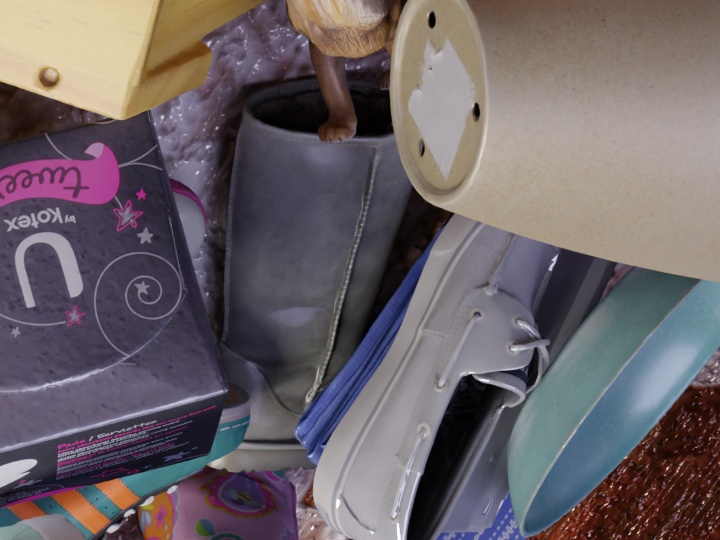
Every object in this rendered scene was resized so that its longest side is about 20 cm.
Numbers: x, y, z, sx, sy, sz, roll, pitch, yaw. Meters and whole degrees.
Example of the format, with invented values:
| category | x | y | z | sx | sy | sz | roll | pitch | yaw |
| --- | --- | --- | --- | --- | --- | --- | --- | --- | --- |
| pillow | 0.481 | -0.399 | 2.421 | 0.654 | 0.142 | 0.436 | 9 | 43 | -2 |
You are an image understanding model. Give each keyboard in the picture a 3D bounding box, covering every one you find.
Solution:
| category | x | y | z | sx | sy | sz | roll | pitch | yaw |
| --- | --- | --- | --- | --- | --- | --- | --- | --- | --- |
| keyboard | 0.087 | 0.042 | 1.338 | 0.056 | 0.011 | 0.200 | 10 | 108 | -52 |

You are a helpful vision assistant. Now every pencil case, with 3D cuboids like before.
| category | x | y | z | sx | sy | sz | roll | pitch | yaw |
| --- | --- | --- | --- | --- | --- | --- | --- | --- | --- |
| pencil case | -0.054 | 0.167 | 1.311 | 0.087 | 0.200 | 0.088 | -8 | 124 | -11 |

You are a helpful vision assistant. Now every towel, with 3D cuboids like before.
| category | x | y | z | sx | sy | sz | roll | pitch | yaw |
| --- | --- | --- | --- | --- | --- | --- | --- | --- | --- |
| towel | 0.053 | 0.069 | 1.357 | 0.145 | 0.024 | 0.200 | -55 | 141 | -8 |

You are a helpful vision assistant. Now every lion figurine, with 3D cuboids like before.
| category | x | y | z | sx | sy | sz | roll | pitch | yaw |
| --- | --- | --- | --- | --- | --- | --- | --- | --- | --- |
| lion figurine | 0.015 | -0.132 | 1.201 | 0.072 | 0.200 | 0.123 | -4 | 107 | 15 |

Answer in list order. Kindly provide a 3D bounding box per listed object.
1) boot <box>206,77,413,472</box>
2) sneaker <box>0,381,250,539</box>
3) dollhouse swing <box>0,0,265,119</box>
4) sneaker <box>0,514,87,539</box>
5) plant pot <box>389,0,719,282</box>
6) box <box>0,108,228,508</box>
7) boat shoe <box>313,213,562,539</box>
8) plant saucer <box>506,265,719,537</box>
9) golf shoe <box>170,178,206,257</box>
| category | x | y | z | sx | sy | sz | roll | pitch | yaw |
| --- | --- | --- | --- | --- | --- | --- | --- | --- | --- |
| boot | 0.002 | 0.001 | 1.328 | 0.181 | 0.073 | 0.201 | -6 | 119 | -36 |
| sneaker | -0.144 | 0.105 | 1.268 | 0.199 | 0.071 | 0.080 | -15 | 115 | -20 |
| dollhouse swing | -0.098 | -0.196 | 1.113 | 0.181 | 0.176 | 0.200 | 18 | 119 | 2 |
| sneaker | -0.178 | 0.151 | 1.105 | 0.118 | 0.200 | 0.074 | -22 | 99 | -31 |
| plant pot | 0.121 | -0.076 | 1.125 | 0.199 | 0.187 | 0.188 | -4 | 125 | -24 |
| box | -0.168 | 0.028 | 1.117 | 0.199 | 0.133 | 0.115 | -14 | 166 | -12 |
| boat shoe | 0.052 | 0.043 | 1.264 | 0.200 | 0.068 | 0.072 | -56 | 141 | -10 |
| plant saucer | 0.132 | 0.043 | 1.322 | 0.200 | 0.036 | 0.200 | -45 | 164 | -17 |
| golf shoe | -0.145 | 0.034 | 1.220 | 0.200 | 0.092 | 0.075 | -35 | 135 | -11 |
